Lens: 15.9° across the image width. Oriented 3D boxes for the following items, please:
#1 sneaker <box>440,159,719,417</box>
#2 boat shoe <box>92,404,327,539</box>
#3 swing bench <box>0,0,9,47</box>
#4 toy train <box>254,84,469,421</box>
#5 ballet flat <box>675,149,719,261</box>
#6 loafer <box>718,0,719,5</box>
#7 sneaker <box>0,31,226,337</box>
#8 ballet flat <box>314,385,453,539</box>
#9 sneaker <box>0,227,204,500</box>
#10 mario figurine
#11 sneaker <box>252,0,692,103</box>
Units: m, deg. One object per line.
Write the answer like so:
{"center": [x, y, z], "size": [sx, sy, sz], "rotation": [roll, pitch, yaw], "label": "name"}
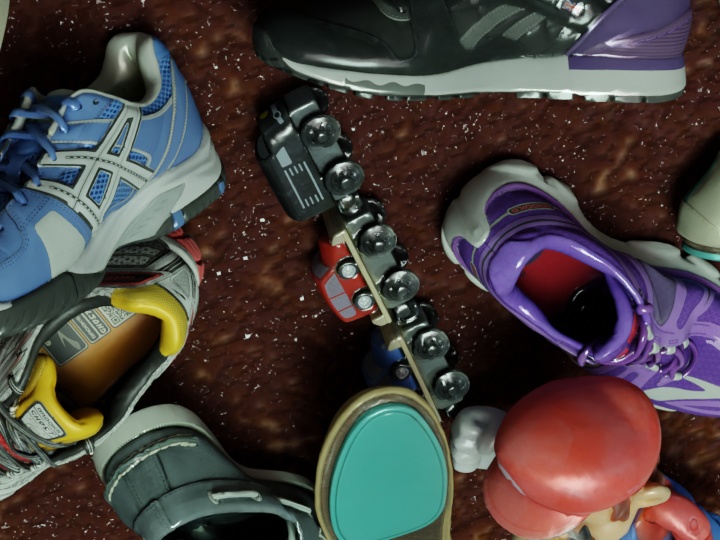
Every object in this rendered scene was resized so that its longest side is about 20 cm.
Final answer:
{"center": [0.121, 0.027, 1.211], "size": [0.200, 0.084, 0.081], "rotation": [27, 111, -30], "label": "sneaker"}
{"center": [-0.057, 0.128, 1.207], "size": [0.073, 0.062, 0.200], "rotation": [-35, 145, 7], "label": "boat shoe"}
{"center": [-0.266, -0.078, 0.996], "size": [0.199, 0.130, 0.200], "rotation": [25, 113, -27], "label": "swing bench"}
{"center": [0.000, 0.000, 1.186], "size": [0.046, 0.034, 0.200], "rotation": [-26, 126, 3], "label": "toy train"}
{"center": [0.247, -0.020, 1.236], "size": [0.199, 0.070, 0.070], "rotation": [13, 117, -23], "label": "ballet flat"}
{"center": [0.221, -0.106, 1.174], "size": [0.075, 0.070, 0.200], "rotation": [-17, 118, 26], "label": "loafer"}
{"center": [-0.134, -0.032, 1.059], "size": [0.075, 0.200, 0.077], "rotation": [2, 118, 31], "label": "sneaker"}
{"center": [0.011, 0.117, 1.243], "size": [0.068, 0.063, 0.200], "rotation": [-15, 131, -7], "label": "ballet flat"}
{"center": [-0.153, 0.055, 1.141], "size": [0.200, 0.082, 0.078], "rotation": [-43, 112, 12], "label": "sneaker"}
{"center": [0.111, 0.122, 1.231], "size": [0.123, 0.106, 0.200], "rotation": [-7, 155, 27], "label": "mario figurine"}
{"center": [0.049, -0.123, 1.112], "size": [0.199, 0.076, 0.088], "rotation": [-2, 108, -20], "label": "sneaker"}
